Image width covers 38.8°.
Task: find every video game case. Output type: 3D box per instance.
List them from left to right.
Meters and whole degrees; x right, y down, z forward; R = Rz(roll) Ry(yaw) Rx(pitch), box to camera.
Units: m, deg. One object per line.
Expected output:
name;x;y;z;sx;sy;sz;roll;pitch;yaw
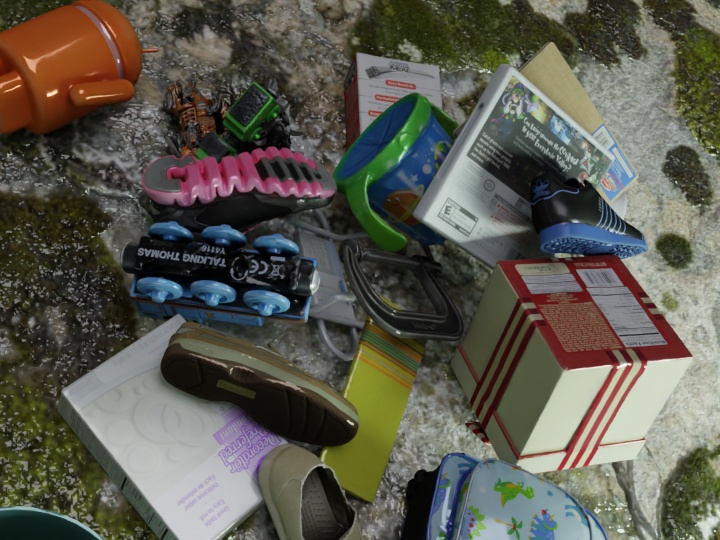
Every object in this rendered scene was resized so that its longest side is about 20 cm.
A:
video game case;0.169;-0.092;1.095;0.200;0.023;0.182;30;90;-37

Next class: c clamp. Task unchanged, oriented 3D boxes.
c clamp;0.040;0.008;1.097;0.200;0.027;0.171;2;53;-56

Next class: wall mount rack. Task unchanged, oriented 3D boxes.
wall mount rack;0.000;0.000;1.140;0.174;0.074;0.200;15;53;-51

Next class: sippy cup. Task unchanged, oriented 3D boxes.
sippy cup;0.060;-0.101;1.116;0.130;0.140;0.178;42;84;-18

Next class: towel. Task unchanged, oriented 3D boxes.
towel;0.012;0.131;1.057;0.086;0.018;0.200;34;64;-34

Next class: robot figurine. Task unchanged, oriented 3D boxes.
robot figurine;-0.322;-0.222;1.114;0.200;0.144;0.117;-36;111;-32

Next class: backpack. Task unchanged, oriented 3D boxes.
backpack;0.145;0.286;0.987;0.200;0.147;0.183;23;60;-11

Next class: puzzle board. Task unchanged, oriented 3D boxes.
puzzle board;0.210;-0.129;1.144;0.151;0.017;0.200;-44;115;-8

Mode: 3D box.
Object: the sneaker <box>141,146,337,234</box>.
sneaker;-0.125;-0.070;1.064;0.200;0.096;0.079;-3;40;-12

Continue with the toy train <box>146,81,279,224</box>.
toy train;-0.159;-0.118;1.096;0.042;0.056;0.200;40;92;6

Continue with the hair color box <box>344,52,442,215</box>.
hair color box;0.042;-0.160;1.244;0.111;0.064;0.200;6;63;-16

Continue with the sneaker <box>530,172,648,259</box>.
sneaker;0.249;-0.056;1.105;0.200;0.070;0.078;10;67;-52

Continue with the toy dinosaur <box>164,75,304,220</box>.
toy dinosaur;-0.142;-0.142;1.167;0.136;0.102;0.200;-31;94;-15

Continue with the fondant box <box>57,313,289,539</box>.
fondant box;-0.173;0.161;0.992;0.144;0.058;0.200;-36;80;-32

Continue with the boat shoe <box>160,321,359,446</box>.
boat shoe;-0.089;0.101;0.990;0.200;0.072;0.076;27;36;-10

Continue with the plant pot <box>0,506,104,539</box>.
plant pot;-0.281;0.308;0.809;0.200;0.161;0.201;9;59;-16

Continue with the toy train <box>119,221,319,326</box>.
toy train;-0.139;0.009;1.032;0.199;0.114;0.087;7;68;3

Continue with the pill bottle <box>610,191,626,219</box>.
pill bottle;0.208;-0.090;1.234;0.200;0.116;0.116;18;58;-10

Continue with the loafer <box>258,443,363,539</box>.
loafer;-0.032;0.257;0.954;0.076;0.068;0.200;-31;100;-30

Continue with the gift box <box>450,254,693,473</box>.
gift box;0.216;0.096;1.099;0.184;0.187;0.200;1;40;-20
